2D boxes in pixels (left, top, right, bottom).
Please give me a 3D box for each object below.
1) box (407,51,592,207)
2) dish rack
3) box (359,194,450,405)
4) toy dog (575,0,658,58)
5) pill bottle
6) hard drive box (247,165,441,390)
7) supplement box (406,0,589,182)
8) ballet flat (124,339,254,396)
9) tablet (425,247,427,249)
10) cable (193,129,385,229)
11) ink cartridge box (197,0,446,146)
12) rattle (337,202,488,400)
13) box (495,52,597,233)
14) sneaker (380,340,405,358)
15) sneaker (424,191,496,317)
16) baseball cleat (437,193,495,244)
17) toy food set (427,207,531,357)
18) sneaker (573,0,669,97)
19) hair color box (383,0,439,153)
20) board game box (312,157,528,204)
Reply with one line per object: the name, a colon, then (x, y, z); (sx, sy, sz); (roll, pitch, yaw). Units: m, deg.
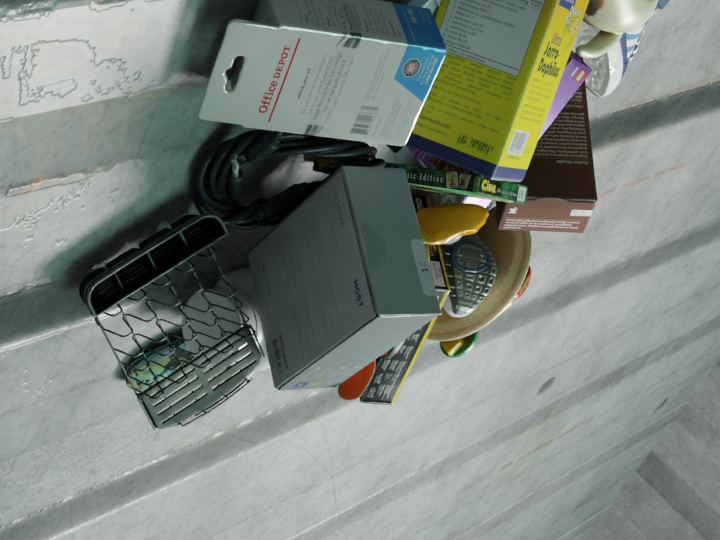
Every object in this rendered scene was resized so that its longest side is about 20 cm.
box: (0.142, -0.176, 1.686); (0.039, 0.137, 0.200); (21, 114, -42)
dish rack: (-0.173, 0.056, 1.525); (0.153, 0.055, 0.200); (-33, 118, -19)
box: (0.038, 0.033, 1.845); (0.049, 0.160, 0.200); (6, 133, -20)
toy dog: (0.230, -0.329, 1.597); (0.200, 0.140, 0.194); (18, 108, -51)
pill bottle: (-0.095, 0.048, 1.695); (0.200, 0.111, 0.112); (-11, 140, -53)
hard drive box: (-0.022, 0.011, 1.547); (0.077, 0.156, 0.200); (0, 157, -33)
supplement box: (0.127, -0.196, 1.509); (0.109, 0.109, 0.200); (-5, 117, -69)
ballet flat: (-0.164, 0.103, 1.725); (0.200, 0.074, 0.074); (-22, 148, -43)
tablet: (-0.001, 0.017, 1.788); (0.014, 0.130, 0.200); (9, 125, -41)
cable: (-0.066, -0.088, 1.534); (0.163, 0.051, 0.200); (-37, 154, 22)
ink cartridge box: (-0.040, -0.183, 1.391); (0.200, 0.067, 0.116); (6, 133, -22)
rattle: (0.045, 0.030, 1.640); (0.143, 0.130, 0.200); (-4, 97, -44)
box: (0.199, -0.144, 1.740); (0.100, 0.200, 0.075); (3, 148, -4)
sneaker: (0.000, 0.000, 1.706); (0.087, 0.200, 0.074); (3, 158, -28)
sneaker: (0.103, -0.018, 1.852); (0.074, 0.200, 0.087); (21, 131, -24)
baseball cleat: (0.152, -0.088, 1.830); (0.070, 0.106, 0.200); (-17, -144, 48)
toy food set: (0.122, 0.001, 1.899); (0.198, 0.200, 0.049); (-41, 133, 10)
sneaker: (0.325, -0.304, 1.859); (0.146, 0.081, 0.200); (-34, 150, -15)
hair color box: (0.034, -0.205, 1.552); (0.099, 0.061, 0.200); (-43, 157, -6)
board game box: (0.061, -0.095, 1.624); (0.105, 0.200, 0.024); (12, 88, -57)
